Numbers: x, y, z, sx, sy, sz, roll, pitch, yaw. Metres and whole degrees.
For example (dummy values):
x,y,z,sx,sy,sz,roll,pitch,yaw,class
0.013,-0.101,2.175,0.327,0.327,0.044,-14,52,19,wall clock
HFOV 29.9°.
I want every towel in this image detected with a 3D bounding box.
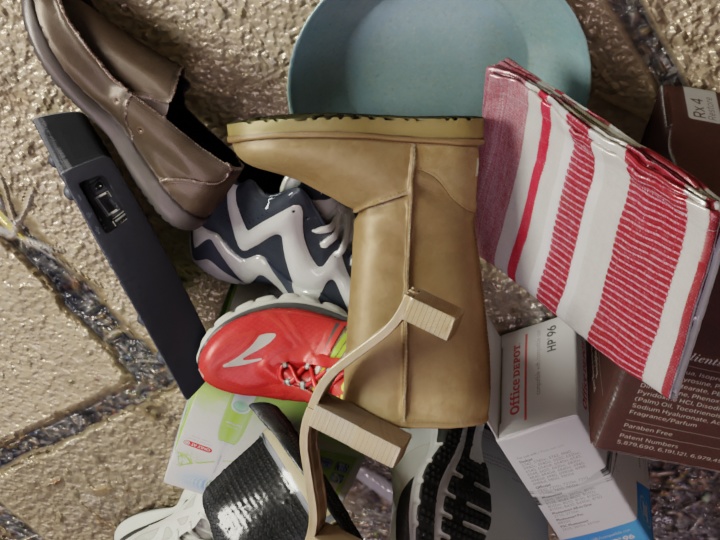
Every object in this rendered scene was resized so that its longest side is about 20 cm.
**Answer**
x,y,z,sx,sy,sz,roll,pitch,yaw,class
0.137,-0.027,0.843,0.023,0.200,0.144,-19,132,-32,towel

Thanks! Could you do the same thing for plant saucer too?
x,y,z,sx,sy,sz,roll,pitch,yaw,class
0.051,-0.128,0.899,0.200,0.039,0.202,-1,125,-1,plant saucer

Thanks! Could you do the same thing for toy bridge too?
x,y,z,sx,sy,sz,roll,pitch,yaw,class
-0.002,0.100,0.851,0.067,0.027,0.201,26,111,10,toy bridge

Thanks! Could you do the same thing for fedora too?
x,y,z,sx,sy,sz,roll,pitch,yaw,class
-0.052,0.197,0.974,0.091,0.201,0.201,-31,124,-8,fedora

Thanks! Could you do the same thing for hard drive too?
x,y,z,sx,sy,sz,roll,pitch,yaw,class
-0.167,-0.015,0.975,0.042,0.135,0.200,-29,121,-8,hard drive

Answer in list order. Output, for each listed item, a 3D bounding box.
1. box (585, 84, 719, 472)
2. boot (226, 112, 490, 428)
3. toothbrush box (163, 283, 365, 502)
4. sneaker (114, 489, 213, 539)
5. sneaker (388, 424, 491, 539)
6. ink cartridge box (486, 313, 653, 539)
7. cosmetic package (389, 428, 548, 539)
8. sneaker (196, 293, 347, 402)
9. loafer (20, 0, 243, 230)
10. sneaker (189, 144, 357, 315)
x,y,z,sx,sy,sz,roll,pitch,yaw,class
0.256,0.012,0.911,0.164,0.166,0.200,12,130,-1,box
0.000,0.000,0.869,0.174,0.066,0.201,1,97,1,boot
-0.059,0.100,1.078,0.145,0.086,0.200,19,130,-7,toothbrush box
-0.151,0.253,1.194,0.200,0.116,0.076,-32,118,28,sneaker
0.053,0.150,1.035,0.074,0.200,0.080,38,132,-27,sneaker
0.158,0.119,1.042,0.068,0.116,0.200,-20,124,21,ink cartridge box
0.087,0.221,1.081,0.113,0.200,0.081,27,127,-13,cosmetic package
-0.016,0.069,0.942,0.199,0.085,0.077,3,117,-2,sneaker
-0.147,-0.125,0.908,0.071,0.073,0.200,-32,105,18,loafer
-0.019,-0.036,0.965,0.199,0.080,0.130,21,138,4,sneaker
